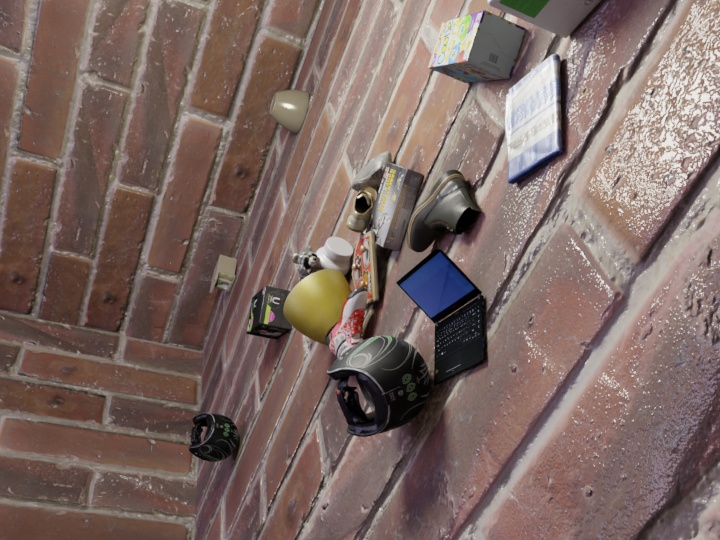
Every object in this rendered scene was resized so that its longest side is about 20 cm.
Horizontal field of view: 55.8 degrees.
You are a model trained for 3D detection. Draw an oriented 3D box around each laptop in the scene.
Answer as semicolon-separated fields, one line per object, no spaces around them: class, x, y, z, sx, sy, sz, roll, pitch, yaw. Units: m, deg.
laptop;0.147;0.091;1.291;0.177;0.102;0.202;136;143;-57

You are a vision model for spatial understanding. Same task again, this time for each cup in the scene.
cup;-0.335;-0.744;3.119;0.200;0.142;0.202;-166;90;-70

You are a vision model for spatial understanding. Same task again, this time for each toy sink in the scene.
toy sink;-0.767;0.035;3.824;0.201;0.111;0.131;-92;25;-49

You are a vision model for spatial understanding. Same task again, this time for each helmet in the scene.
helmet;-0.594;0.683;2.772;0.199;0.191;0.201;-20;48;24
helmet;0.043;0.223;1.359;0.199;0.190;0.202;14;114;32

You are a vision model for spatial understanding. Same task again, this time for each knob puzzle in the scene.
knob puzzle;0.000;0.000;1.795;0.219;0.030;0.222;178;90;-74

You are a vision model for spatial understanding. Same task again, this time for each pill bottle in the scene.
pill bottle;-0.097;0.003;2.007;0.113;0.111;0.201;-100;32;-49

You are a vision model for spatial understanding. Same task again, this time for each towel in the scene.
towel;0.309;-0.267;1.210;0.147;0.024;0.202;145;133;-59

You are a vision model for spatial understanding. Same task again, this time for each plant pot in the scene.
plant pot;-0.088;0.118;1.833;0.142;0.199;0.201;49;126;35

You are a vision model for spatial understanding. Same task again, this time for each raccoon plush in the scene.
raccoon plush;-0.168;0.025;1.935;0.200;0.134;0.097;-40;-6;35

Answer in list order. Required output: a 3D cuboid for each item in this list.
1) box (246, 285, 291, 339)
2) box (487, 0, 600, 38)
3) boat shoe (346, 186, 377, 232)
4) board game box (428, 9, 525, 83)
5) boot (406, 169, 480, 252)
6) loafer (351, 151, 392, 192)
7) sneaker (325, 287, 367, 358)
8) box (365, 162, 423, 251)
box;-0.334;0.159;2.530;0.200;0.123;0.150;147;132;-61
box;0.327;-0.546;1.127;0.199;0.170;0.202;134;144;-54
boat shoe;0.012;-0.180;1.835;0.201;0.072;0.065;-66;-5;-52
board game box;0.237;-0.461;1.417;0.200;0.104;0.104;-145;71;-68
boot;0.167;-0.091;1.411;0.139;0.077;0.201;-109;37;-49
loafer;0.034;-0.273;1.910;0.200;0.069;0.070;-24;47;59
sneaker;-0.011;0.149;1.719;0.108;0.067;0.202;49;123;35
box;0.082;-0.164;1.722;0.158;0.048;0.202;-136;61;-68
